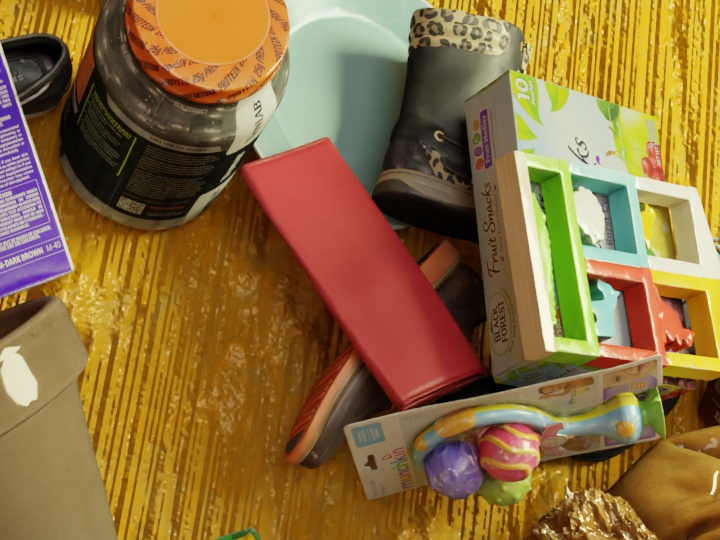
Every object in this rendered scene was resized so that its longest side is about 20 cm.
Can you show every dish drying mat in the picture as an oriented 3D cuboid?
[{"bbox_3d":[0.000,0.000,1.073,0.077,0.018,0.200,-21,65,-31],"label":"dish drying mat"}]

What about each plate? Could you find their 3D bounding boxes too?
[{"bbox_3d":[-0.003,-0.122,1.171,0.199,0.026,0.202,9,71,-27],"label":"plate"}]

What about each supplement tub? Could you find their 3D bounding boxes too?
[{"bbox_3d":[-0.118,-0.114,1.037,0.122,0.200,0.123,7,69,-18],"label":"supplement tub"}]

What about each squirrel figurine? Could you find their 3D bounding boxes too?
[{"bbox_3d":[0.203,0.195,1.036,0.199,0.187,0.143,-2,103,-8],"label":"squirrel figurine"}]

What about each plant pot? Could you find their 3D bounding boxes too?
[{"bbox_3d":[-0.221,0.135,0.932,0.200,0.200,0.175,-31,102,-27],"label":"plant pot"}]

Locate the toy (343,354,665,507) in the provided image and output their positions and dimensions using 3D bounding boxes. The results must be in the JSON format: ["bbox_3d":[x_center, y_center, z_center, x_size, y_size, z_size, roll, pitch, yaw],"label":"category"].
[{"bbox_3d":[0.097,0.116,1.035,0.199,0.115,0.047,-15,57,0],"label":"toy"}]

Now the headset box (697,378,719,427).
[{"bbox_3d":[0.336,0.056,1.157,0.148,0.201,0.077,-6,39,-22],"label":"headset box"}]

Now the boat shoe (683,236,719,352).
[{"bbox_3d":[0.275,0.000,1.214,0.201,0.075,0.086,-15,60,-32],"label":"boat shoe"}]

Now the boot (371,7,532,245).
[{"bbox_3d":[0.105,-0.091,1.166,0.199,0.073,0.152,15,71,-24],"label":"boot"}]

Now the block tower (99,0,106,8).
[{"bbox_3d":[-0.091,-0.231,1.173,0.199,0.054,0.058,-15,75,-25],"label":"block tower"}]

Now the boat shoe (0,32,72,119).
[{"bbox_3d":[-0.280,-0.113,1.057,0.199,0.057,0.067,-21,79,-26],"label":"boat shoe"}]

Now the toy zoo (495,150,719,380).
[{"bbox_3d":[0.174,0.001,1.050,0.199,0.020,0.132,9,66,-37],"label":"toy zoo"}]

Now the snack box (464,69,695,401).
[{"bbox_3d":[0.144,-0.019,1.085,0.142,0.053,0.201,11,64,-35],"label":"snack box"}]

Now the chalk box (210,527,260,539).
[{"bbox_3d":[-0.106,0.261,0.902,0.123,0.201,0.125,-14,55,-33],"label":"chalk box"}]

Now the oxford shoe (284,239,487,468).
[{"bbox_3d":[0.025,0.066,1.096,0.073,0.071,0.200,43,62,-3],"label":"oxford shoe"}]

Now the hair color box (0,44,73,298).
[{"bbox_3d":[-0.242,-0.090,0.988,0.064,0.109,0.201,-20,106,-20],"label":"hair color box"}]

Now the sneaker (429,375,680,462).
[{"bbox_3d":[0.145,0.092,1.119,0.199,0.091,0.076,-14,74,-25],"label":"sneaker"}]
